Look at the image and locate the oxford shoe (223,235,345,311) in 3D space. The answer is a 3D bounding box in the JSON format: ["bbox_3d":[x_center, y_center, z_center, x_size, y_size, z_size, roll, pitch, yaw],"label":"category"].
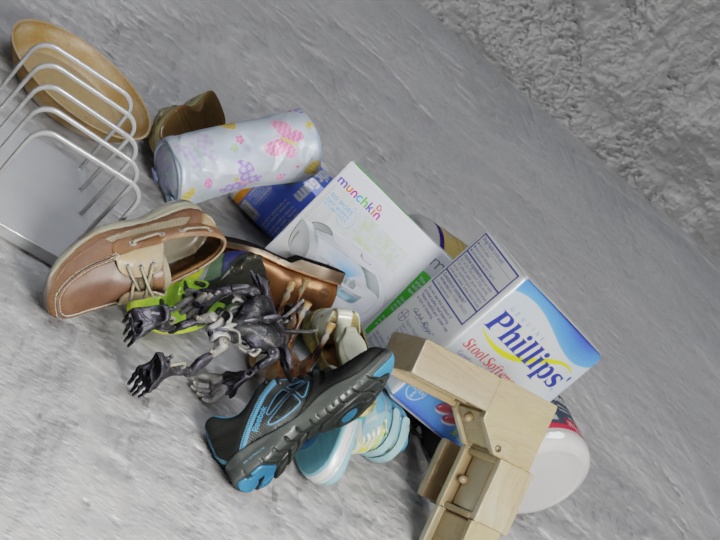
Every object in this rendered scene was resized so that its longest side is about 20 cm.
[{"bbox_3d":[-0.122,0.004,1.619,0.200,0.071,0.071,19,6,-2],"label":"oxford shoe"}]

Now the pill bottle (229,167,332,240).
[{"bbox_3d":[-0.062,-0.067,1.823,0.200,0.112,0.112,44,20,0],"label":"pill bottle"}]

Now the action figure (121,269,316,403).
[{"bbox_3d":[-0.144,0.066,1.401,0.200,0.102,0.119,-6,76,-45],"label":"action figure"}]

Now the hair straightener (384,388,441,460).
[{"bbox_3d":[0.076,0.177,1.722,0.077,0.041,0.200,26,28,-42],"label":"hair straightener"}]

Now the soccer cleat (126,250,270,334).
[{"bbox_3d":[-0.181,0.027,1.507,0.200,0.084,0.065,-23,101,-51],"label":"soccer cleat"}]

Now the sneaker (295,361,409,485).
[{"bbox_3d":[0.001,0.181,1.530,0.131,0.079,0.200,47,29,-23],"label":"sneaker"}]

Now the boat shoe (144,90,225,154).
[{"bbox_3d":[-0.229,-0.175,1.801,0.200,0.063,0.073,-52,125,-68],"label":"boat shoe"}]

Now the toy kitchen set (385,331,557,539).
[{"bbox_3d":[0.065,0.190,1.517,0.180,0.200,0.163,28,-8,-23],"label":"toy kitchen set"}]

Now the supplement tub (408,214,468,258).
[{"bbox_3d":[0.111,0.029,1.922,0.200,0.145,0.145,32,24,-30],"label":"supplement tub"}]

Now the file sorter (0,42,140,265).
[{"bbox_3d":[-0.306,-0.119,1.442,0.139,0.125,0.200,33,23,-30],"label":"file sorter"}]

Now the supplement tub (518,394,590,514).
[{"bbox_3d":[0.189,0.189,1.775,0.140,0.140,0.200,28,26,-38],"label":"supplement tub"}]

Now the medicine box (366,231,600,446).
[{"bbox_3d":[0.139,0.090,1.628,0.182,0.200,0.103,42,11,-39],"label":"medicine box"}]

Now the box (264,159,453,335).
[{"bbox_3d":[0.000,0.000,1.700,0.200,0.176,0.097,45,2,-1],"label":"box"}]

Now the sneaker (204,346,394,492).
[{"bbox_3d":[-0.058,0.125,1.374,0.082,0.200,0.073,49,-16,25],"label":"sneaker"}]

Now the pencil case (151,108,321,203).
[{"bbox_3d":[-0.146,-0.133,1.706,0.200,0.083,0.091,-16,94,-25],"label":"pencil case"}]

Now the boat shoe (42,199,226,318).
[{"bbox_3d":[-0.214,-0.008,1.370,0.072,0.076,0.200,31,48,33],"label":"boat shoe"}]

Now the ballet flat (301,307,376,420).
[{"bbox_3d":[-0.018,0.078,1.502,0.071,0.071,0.200,34,18,-26],"label":"ballet flat"}]

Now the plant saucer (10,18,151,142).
[{"bbox_3d":[-0.339,-0.216,1.688,0.200,0.035,0.200,38,22,-18],"label":"plant saucer"}]

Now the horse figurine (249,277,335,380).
[{"bbox_3d":[-0.083,0.081,1.520,0.050,0.133,0.200,20,14,-23],"label":"horse figurine"}]
